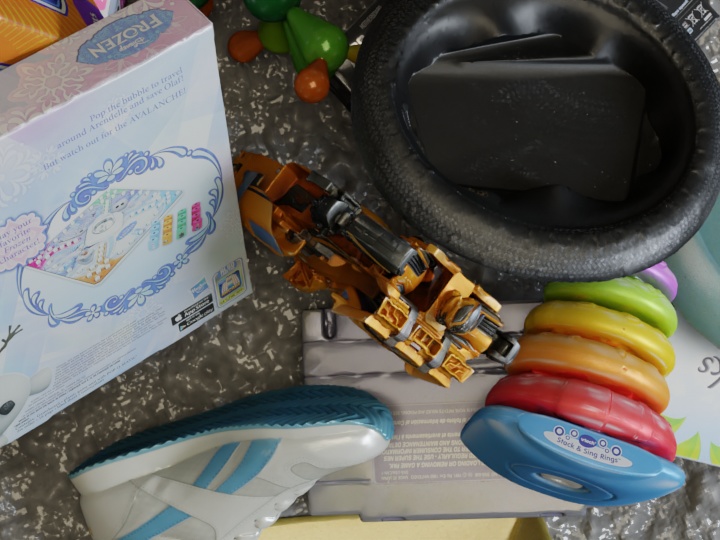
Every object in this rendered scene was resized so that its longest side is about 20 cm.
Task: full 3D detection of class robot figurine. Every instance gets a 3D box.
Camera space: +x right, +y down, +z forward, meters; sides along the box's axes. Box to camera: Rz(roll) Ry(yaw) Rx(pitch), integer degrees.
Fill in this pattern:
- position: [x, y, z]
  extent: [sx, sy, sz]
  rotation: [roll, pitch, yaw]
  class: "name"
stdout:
- position: [0.000, 0.000, 0.749]
  extent: [0.145, 0.200, 0.058]
  rotation: [39, 86, -36]
  class: "robot figurine"

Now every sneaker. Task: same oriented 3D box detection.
- position: [-0.069, 0.122, 0.804]
  extent: [0.198, 0.076, 0.082]
  rotation: [-17, 97, 18]
  class: "sneaker"

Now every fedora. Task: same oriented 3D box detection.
- position: [0.088, -0.071, 0.733]
  extent: [0.198, 0.092, 0.203]
  rotation: [3, 72, -9]
  class: "fedora"

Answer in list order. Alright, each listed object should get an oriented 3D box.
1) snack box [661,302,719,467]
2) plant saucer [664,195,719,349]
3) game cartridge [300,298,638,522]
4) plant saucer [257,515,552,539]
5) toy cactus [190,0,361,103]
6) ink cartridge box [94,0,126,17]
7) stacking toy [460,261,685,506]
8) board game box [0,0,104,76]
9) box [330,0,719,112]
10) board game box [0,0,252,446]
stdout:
- position: [0.265, 0.059, 0.864]
  extent: [0.198, 0.053, 0.144]
  rotation: [13, 91, -5]
  class: "snack box"
- position: [0.264, -0.031, 0.832]
  extent: [0.198, 0.027, 0.202]
  rotation: [5, 64, -10]
  class: "plant saucer"
- position: [0.064, 0.084, 0.831]
  extent: [0.198, 0.038, 0.131]
  rotation: [-2, 90, 6]
  class: "game cartridge"
- position: [0.026, 0.213, 0.785]
  extent: [0.198, 0.200, 0.049]
  rotation: [-4, 117, -6]
  class: "plant saucer"
- position: [-0.066, -0.166, 0.752]
  extent: [0.103, 0.199, 0.166]
  rotation: [-54, 126, -38]
  class: "toy cactus"
- position: [-0.166, -0.085, 0.778]
  extent: [0.042, 0.119, 0.202]
  rotation: [14, 90, -9]
  class: "ink cartridge box"
- position: [0.139, 0.024, 0.773]
  extent: [0.115, 0.110, 0.202]
  rotation: [19, 74, 0]
  class: "stacking toy"
- position: [-0.276, -0.128, 0.664]
  extent: [0.200, 0.199, 0.201]
  rotation: [-40, 68, 19]
  class: "board game box"
- position: [0.093, -0.138, 0.842]
  extent: [0.158, 0.050, 0.200]
  rotation: [44, 86, -5]
  class: "box"
- position: [-0.153, -0.013, 0.685]
  extent: [0.199, 0.200, 0.043]
  rotation: [-32, 57, -22]
  class: "board game box"
